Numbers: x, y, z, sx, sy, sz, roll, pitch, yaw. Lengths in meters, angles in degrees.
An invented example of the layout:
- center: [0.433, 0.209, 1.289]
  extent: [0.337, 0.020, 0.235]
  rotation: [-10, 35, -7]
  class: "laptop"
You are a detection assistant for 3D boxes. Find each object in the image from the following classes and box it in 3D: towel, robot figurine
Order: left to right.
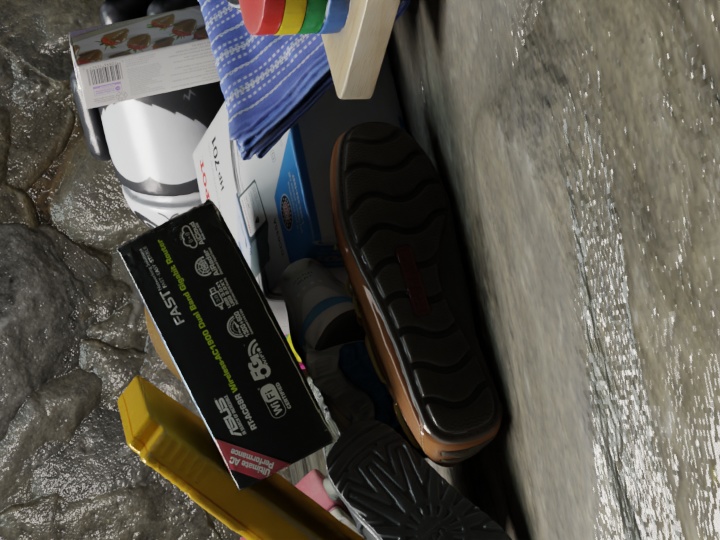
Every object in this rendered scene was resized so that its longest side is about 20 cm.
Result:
- center: [-0.136, -0.121, 1.289]
  extent: [0.150, 0.124, 0.201]
  rotation: [41, 147, 53]
  class: "robot figurine"
- center: [-0.043, -0.172, 1.035]
  extent: [0.024, 0.145, 0.201]
  rotation: [31, -153, -36]
  class: "towel"

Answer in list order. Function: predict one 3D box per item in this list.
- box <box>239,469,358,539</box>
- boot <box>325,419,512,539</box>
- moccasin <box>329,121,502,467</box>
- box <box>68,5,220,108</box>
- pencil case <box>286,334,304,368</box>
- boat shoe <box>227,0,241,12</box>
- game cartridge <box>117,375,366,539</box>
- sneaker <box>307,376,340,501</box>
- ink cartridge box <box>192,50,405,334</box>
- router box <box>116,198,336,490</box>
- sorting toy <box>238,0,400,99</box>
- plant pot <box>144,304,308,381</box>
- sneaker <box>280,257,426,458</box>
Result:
- center: [-0.023, 0.260, 1.411]
  extent: [0.128, 0.109, 0.200]
  rotation: [47, 177, -9]
  class: "box"
- center: [0.049, 0.180, 1.017]
  extent: [0.165, 0.065, 0.200]
  rotation: [54, 171, 20]
  class: "boot"
- center: [0.028, 0.012, 0.968]
  extent: [0.078, 0.073, 0.203]
  rotation: [120, 130, -67]
  class: "moccasin"
- center: [-0.096, -0.155, 1.155]
  extent: [0.042, 0.198, 0.039]
  rotation: [85, 167, -47]
  class: "box"
- center: [-0.067, -0.005, 1.356]
  extent: [0.200, 0.088, 0.089]
  rotation: [-120, 19, -54]
  class: "pencil case"
- center: [-0.071, -0.242, 1.051]
  extent: [0.068, 0.073, 0.201]
  rotation: [34, -133, -35]
  class: "boat shoe"
- center: [-0.065, 0.146, 1.072]
  extent: [0.199, 0.033, 0.176]
  rotation: [36, 178, -11]
  class: "game cartridge"
- center: [-0.004, 0.121, 1.355]
  extent: [0.199, 0.076, 0.115]
  rotation: [95, 157, -85]
  class: "sneaker"
- center: [-0.039, -0.054, 1.140]
  extent: [0.200, 0.085, 0.148]
  rotation: [137, 124, -61]
  class: "ink cartridge box"
- center: [-0.079, 0.041, 1.015]
  extent: [0.151, 0.062, 0.200]
  rotation: [64, 177, -1]
  class: "router box"
- center: [-0.029, -0.226, 0.885]
  extent: [0.201, 0.069, 0.200]
  rotation: [108, 153, -53]
  class: "sorting toy"
- center: [-0.076, 0.037, 1.521]
  extent: [0.200, 0.185, 0.188]
  rotation: [-167, 65, -66]
  class: "plant pot"
- center: [-0.001, 0.060, 1.085]
  extent: [0.087, 0.075, 0.201]
  rotation: [53, 170, 39]
  class: "sneaker"
